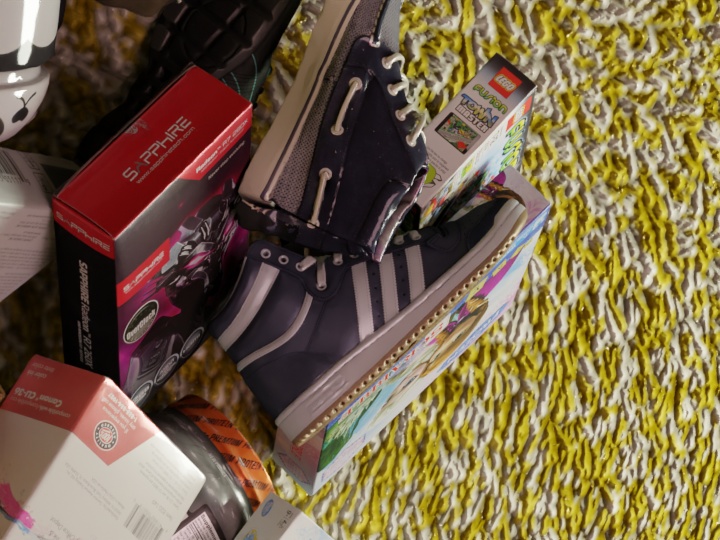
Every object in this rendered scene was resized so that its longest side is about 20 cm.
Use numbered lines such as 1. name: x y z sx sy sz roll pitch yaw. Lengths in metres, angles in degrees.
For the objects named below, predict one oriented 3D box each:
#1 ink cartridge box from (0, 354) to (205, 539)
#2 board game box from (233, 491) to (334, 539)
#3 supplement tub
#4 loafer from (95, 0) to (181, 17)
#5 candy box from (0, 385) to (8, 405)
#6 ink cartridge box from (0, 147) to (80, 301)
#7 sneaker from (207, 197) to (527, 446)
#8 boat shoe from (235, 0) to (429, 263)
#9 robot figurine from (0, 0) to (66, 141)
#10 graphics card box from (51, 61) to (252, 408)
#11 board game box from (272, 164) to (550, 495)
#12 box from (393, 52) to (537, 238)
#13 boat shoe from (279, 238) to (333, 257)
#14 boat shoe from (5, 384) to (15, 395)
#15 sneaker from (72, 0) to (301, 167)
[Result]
1. ink cartridge box: -0.187 0.164 1.458 0.200 0.067 0.117 -59 137 -20
2. board game box: -0.070 0.254 1.595 0.200 0.034 0.134 -53 132 -9
3. supplement tub: -0.156 0.172 1.596 0.200 0.122 0.123 -36 128 -22
4. loafer: -0.121 -0.172 1.452 0.070 0.075 0.200 -52 175 11
5. candy box: -0.301 0.101 1.420 0.200 0.056 0.117 -37 169 -3
6. ink cartridge box: -0.255 0.007 1.430 0.200 0.057 0.163 -34 168 15
7. sneaker: 0.000 0.000 1.536 0.200 0.109 0.070 -42 174 -11
8. boat shoe: 0.009 -0.098 1.503 0.200 0.093 0.075 -65 168 -7
9. robot figurine: -0.220 -0.163 1.388 0.150 0.125 0.200 2 109 -18
10. graphics card box: -0.119 -0.011 1.494 0.125 0.051 0.200 -47 160 -30
11. board game box: 0.030 0.043 1.671 0.200 0.041 0.200 -43 169 -16
12. box: 0.059 -0.055 1.655 0.110 0.035 0.200 -47 168 -13
13. boat shoe: -0.024 -0.018 1.662 0.060 0.074 0.200 17 113 2
14. boat shoe: -0.232 0.137 1.496 0.200 0.076 0.074 -51 171 -26
15. sneaker: -0.097 -0.106 1.565 0.200 0.075 0.079 -52 143 3
